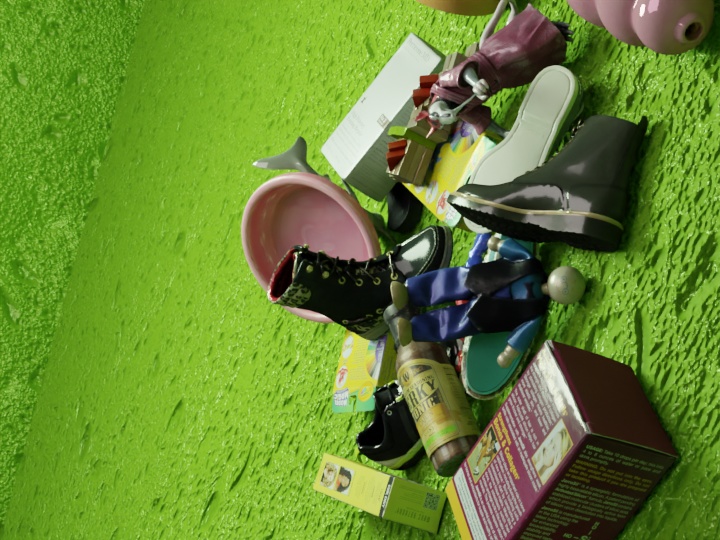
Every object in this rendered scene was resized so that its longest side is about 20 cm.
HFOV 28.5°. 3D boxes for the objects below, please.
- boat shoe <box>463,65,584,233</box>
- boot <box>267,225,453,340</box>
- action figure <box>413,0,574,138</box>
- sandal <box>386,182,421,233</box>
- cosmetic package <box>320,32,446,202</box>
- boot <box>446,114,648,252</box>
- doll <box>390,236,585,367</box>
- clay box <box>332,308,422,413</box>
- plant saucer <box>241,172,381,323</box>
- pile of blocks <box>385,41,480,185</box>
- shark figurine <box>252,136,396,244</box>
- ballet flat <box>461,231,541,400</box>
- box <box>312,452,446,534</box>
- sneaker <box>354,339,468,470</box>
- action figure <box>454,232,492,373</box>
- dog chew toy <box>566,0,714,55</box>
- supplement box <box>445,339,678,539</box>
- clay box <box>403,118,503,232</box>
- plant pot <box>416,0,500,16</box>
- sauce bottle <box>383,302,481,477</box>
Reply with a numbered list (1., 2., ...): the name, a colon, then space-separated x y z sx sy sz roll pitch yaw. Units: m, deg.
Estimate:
1. boat shoe: 0.183 -0.125 1.546 0.073 0.062 0.201 33 97 29
2. boot: 0.000 0.002 1.657 0.204 0.153 0.074 -45 38 41
3. action figure: 0.135 -0.225 1.582 0.199 0.134 0.149 -33 60 -9
4. sandal: 0.049 -0.141 1.889 0.076 0.043 0.201 -50 32 40
5. cosmetic package: 0.046 -0.199 1.839 0.200 0.074 0.102 -53 35 11
6. boot: 0.197 -0.102 1.467 0.199 0.077 0.139 13 79 33
7. doll: 0.136 0.033 1.467 0.199 0.048 0.137 -12 78 17
8. clay box: 0.024 0.084 1.778 0.115 0.047 0.201 -13 62 60
9. plant saucer: -0.055 -0.033 1.789 0.201 0.200 0.051 -50 -6 40
10. pile of blocks: 0.077 -0.195 1.696 0.201 0.062 0.082 -58 26 18
11. shark figurine: -0.038 -0.072 1.834 0.089 0.214 0.128 -44 38 8
12. ballet flat: 0.155 0.047 1.522 0.064 0.075 0.201 79 -154 -74
13. box: 0.020 0.255 1.639 0.200 0.075 0.050 1 72 66
14. sneaker: 0.057 0.151 1.617 0.201 0.082 0.072 -61 26 23
15. action figure: 0.130 0.020 1.580 0.051 0.065 0.201 -7 63 34
16. dog chew toy: 0.280 -0.280 1.408 0.125 0.124 0.200 -60 34 24
17. supplement box: 0.179 0.187 1.305 0.200 0.103 0.131 -59 27 28
18. clay box: 0.116 -0.126 1.711 0.115 0.047 0.200 -64 26 13
19. plant pot: 0.128 -0.406 1.754 0.200 0.199 0.141 -109 27 -54
20. sauce bottle: 0.076 0.126 1.547 0.065 0.064 0.201 -50 51 39
